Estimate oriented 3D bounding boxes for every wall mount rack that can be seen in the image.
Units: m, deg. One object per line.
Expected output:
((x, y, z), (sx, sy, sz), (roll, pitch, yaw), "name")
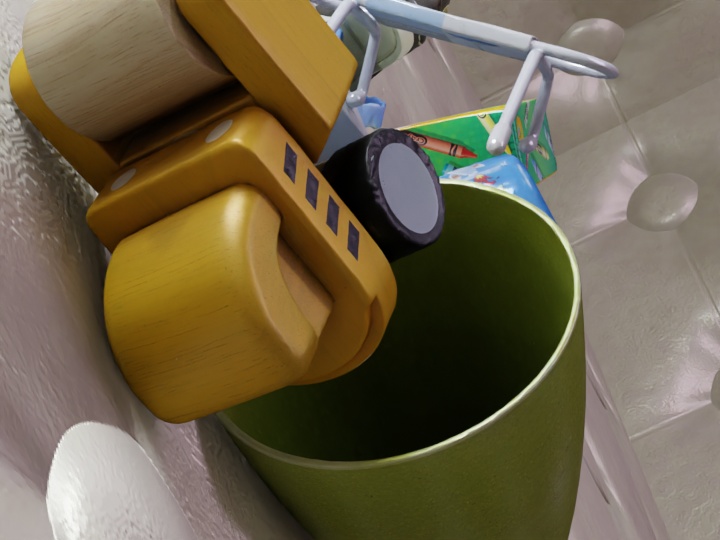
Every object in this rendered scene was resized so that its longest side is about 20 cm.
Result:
((0.042, -0.112, 0.987), (0.174, 0.199, 0.075), (-2, 108, -78), "wall mount rack")

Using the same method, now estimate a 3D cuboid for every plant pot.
((0.037, 0.090, 0.873), (0.188, 0.186, 0.201), (-105, 176, -49), "plant pot")

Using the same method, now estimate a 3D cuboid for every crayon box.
((0.066, -0.079, 1.209), (0.200, 0.118, 0.059), (-29, 107, -76), "crayon box")

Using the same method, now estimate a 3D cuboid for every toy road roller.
((-0.065, -0.030, 0.732), (0.200, 0.123, 0.146), (50, 37, -24), "toy road roller")

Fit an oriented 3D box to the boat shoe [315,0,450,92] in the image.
((0.004, -0.179, 1.284), (0.072, 0.060, 0.201), (57, -21, -13), "boat shoe")

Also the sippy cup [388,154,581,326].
((0.056, 0.001, 1.016), (0.140, 0.130, 0.178), (60, 6, -31), "sippy cup")

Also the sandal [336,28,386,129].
((-0.048, -0.154, 1.247), (0.201, 0.087, 0.080), (60, 12, -13), "sandal")

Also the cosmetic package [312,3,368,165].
((-0.069, -0.163, 1.051), (0.151, 0.052, 0.200), (66, 10, 25), "cosmetic package")

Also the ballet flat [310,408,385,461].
((0.006, 0.118, 0.996), (0.200, 0.057, 0.067), (48, 45, -43), "ballet flat")
